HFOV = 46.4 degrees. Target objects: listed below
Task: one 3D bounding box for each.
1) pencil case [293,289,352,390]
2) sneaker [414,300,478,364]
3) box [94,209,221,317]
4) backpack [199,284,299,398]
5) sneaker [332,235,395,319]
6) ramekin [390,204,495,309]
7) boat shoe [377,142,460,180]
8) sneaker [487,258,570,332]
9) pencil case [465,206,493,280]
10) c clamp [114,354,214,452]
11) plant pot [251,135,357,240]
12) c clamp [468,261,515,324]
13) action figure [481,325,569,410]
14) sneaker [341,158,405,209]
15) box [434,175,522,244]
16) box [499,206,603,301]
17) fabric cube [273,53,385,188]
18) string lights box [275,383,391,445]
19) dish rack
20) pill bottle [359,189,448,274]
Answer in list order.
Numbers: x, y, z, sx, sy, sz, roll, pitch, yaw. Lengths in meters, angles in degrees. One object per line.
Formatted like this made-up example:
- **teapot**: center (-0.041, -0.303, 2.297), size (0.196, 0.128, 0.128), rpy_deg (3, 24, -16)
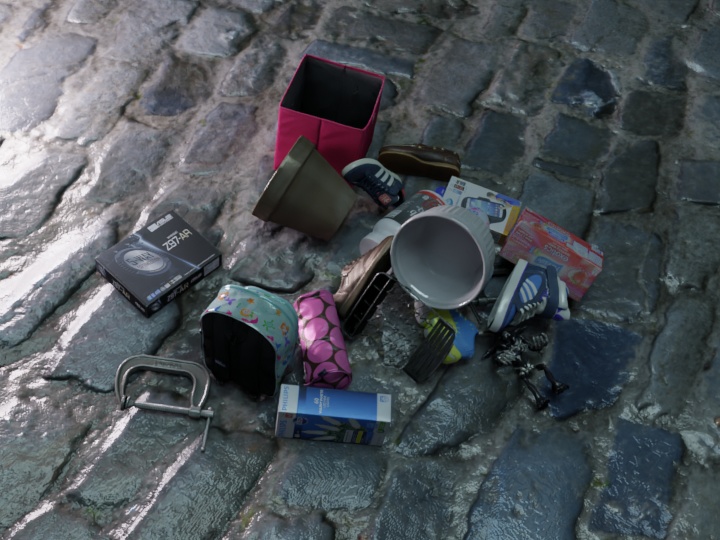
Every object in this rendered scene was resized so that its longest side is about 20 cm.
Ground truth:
- **pencil case**: center (-0.079, 0.136, 1.627), size (0.093, 0.091, 0.200), rpy_deg (-14, 53, 0)
- **sneaker**: center (0.178, 0.107, 1.714), size (0.105, 0.076, 0.200), rpy_deg (10, 49, -26)
- **box**: center (-0.408, -0.018, 1.708), size (0.160, 0.044, 0.200), rpy_deg (40, 57, 19)
- **backpack**: center (-0.200, 0.116, 1.536), size (0.177, 0.200, 0.151), rpy_deg (22, 55, 15)
- **sneaker**: center (0.000, 0.000, 1.694), size (0.076, 0.070, 0.200), rpy_deg (39, 98, 25)
- **ramekin**: center (0.169, -0.034, 1.646), size (0.200, 0.200, 0.105), rpy_deg (30, 34, 13)
- **boat shoe**: center (0.139, -0.264, 1.979), size (0.200, 0.070, 0.070), rpy_deg (12, 58, -12)
- **sneaker**: center (0.352, 0.074, 1.689), size (0.146, 0.081, 0.200), rpy_deg (29, 49, 5)
- **pencil case**: center (0.238, -0.051, 1.794), size (0.083, 0.091, 0.200), rpy_deg (8, 38, -1)
- **c clamp**: center (-0.359, 0.230, 1.538), size (0.200, 0.027, 0.171), rpy_deg (13, 52, -1)
- **plant pot**: center (-0.109, -0.157, 1.795), size (0.173, 0.200, 0.200), rpy_deg (34, 53, -5)
- **c clamp**: center (0.305, 0.044, 1.788), size (0.200, 0.027, 0.171), rpy_deg (-10, 43, -18)
- **action figure**: center (0.323, 0.171, 1.661), size (0.119, 0.102, 0.200), rpy_deg (-32, 65, -16)
- **sneaker**: center (0.038, -0.183, 1.848), size (0.200, 0.075, 0.085), rpy_deg (13, 51, -51)
- **box**: center (0.261, -0.142, 1.926), size (0.200, 0.042, 0.119), rpy_deg (22, 52, 4)
- **box**: center (0.411, -0.035, 1.802), size (0.200, 0.095, 0.103), rpy_deg (31, 28, 3)
- **fabric cube**: center (-0.071, -0.333, 1.911), size (0.200, 0.200, 0.196), rpy_deg (17, 51, 3)
- **string lights box**: center (-0.051, 0.262, 1.521), size (0.199, 0.103, 0.059), rpy_deg (6, 53, -5)
- **dish rack**: center (0.080, 0.116, 1.634), size (0.200, 0.154, 0.055), rpy_deg (41, 21, 20)
- **pill bottle**: center (0.099, -0.079, 1.800), size (0.116, 0.116, 0.200), rpy_deg (40, 57, 19)
